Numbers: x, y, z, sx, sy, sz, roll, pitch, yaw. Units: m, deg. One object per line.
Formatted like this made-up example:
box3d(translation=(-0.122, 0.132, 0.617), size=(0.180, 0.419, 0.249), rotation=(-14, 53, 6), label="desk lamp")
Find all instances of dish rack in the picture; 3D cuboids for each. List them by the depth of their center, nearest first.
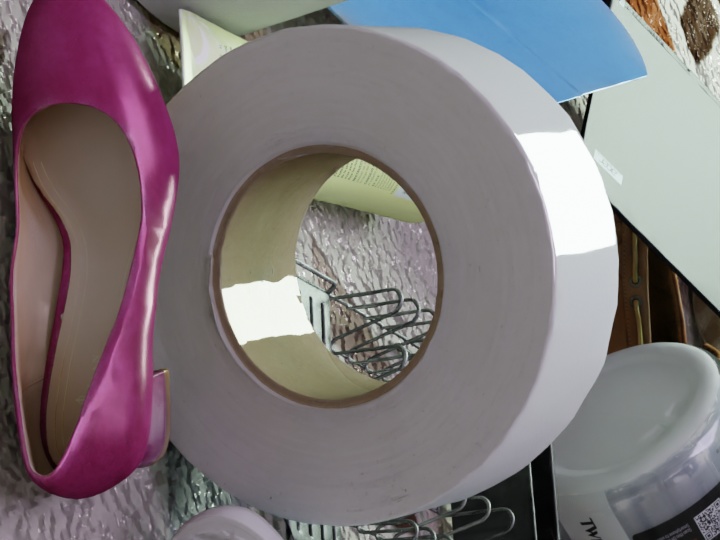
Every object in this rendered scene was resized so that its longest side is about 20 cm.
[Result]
box3d(translation=(0.023, 0.079, 1.377), size=(0.200, 0.054, 0.154), rotation=(30, 50, -54), label="dish rack")

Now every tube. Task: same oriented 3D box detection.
box3d(translation=(-0.024, -0.063, 1.375), size=(0.058, 0.052, 0.200), rotation=(46, 16, 29), label="tube")

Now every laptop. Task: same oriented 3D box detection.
box3d(translation=(0.141, -0.068, 1.617), size=(0.103, 0.200, 0.177), rotation=(-52, 124, -6), label="laptop")

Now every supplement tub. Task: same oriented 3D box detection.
box3d(translation=(0.173, 0.146, 1.552), size=(0.200, 0.122, 0.123), rotation=(59, 30, -28), label="supplement tub")

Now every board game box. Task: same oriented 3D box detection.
box3d(translation=(0.044, -0.120, 1.482), size=(0.158, 0.039, 0.200), rotation=(42, 32, 20), label="board game box")

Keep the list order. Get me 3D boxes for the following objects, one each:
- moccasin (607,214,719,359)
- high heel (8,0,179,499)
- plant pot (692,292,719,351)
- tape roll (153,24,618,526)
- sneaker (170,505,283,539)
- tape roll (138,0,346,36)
box3d(translation=(0.169, 0.058, 1.639), size=(0.074, 0.078, 0.202), rotation=(-9, 84, -63), label="moccasin")
box3d(translation=(-0.114, -0.014, 1.152), size=(0.096, 0.067, 0.201), rotation=(-7, 96, -73), label="high heel")
box3d(translation=(0.302, 0.025, 1.817), size=(0.173, 0.200, 0.200), rotation=(22, 56, -39), label="plant pot")
box3d(translation=(0.000, 0.000, 1.216), size=(0.071, 0.202, 0.203), rotation=(-8, 84, -63), label="tape roll")
box3d(translation=(-0.027, 0.176, 1.227), size=(0.082, 0.074, 0.200), rotation=(-77, 149, -68), label="sneaker")
box3d(translation=(-0.034, -0.215, 1.330), size=(0.203, 0.139, 0.203), rotation=(40, 42, -49), label="tape roll")
